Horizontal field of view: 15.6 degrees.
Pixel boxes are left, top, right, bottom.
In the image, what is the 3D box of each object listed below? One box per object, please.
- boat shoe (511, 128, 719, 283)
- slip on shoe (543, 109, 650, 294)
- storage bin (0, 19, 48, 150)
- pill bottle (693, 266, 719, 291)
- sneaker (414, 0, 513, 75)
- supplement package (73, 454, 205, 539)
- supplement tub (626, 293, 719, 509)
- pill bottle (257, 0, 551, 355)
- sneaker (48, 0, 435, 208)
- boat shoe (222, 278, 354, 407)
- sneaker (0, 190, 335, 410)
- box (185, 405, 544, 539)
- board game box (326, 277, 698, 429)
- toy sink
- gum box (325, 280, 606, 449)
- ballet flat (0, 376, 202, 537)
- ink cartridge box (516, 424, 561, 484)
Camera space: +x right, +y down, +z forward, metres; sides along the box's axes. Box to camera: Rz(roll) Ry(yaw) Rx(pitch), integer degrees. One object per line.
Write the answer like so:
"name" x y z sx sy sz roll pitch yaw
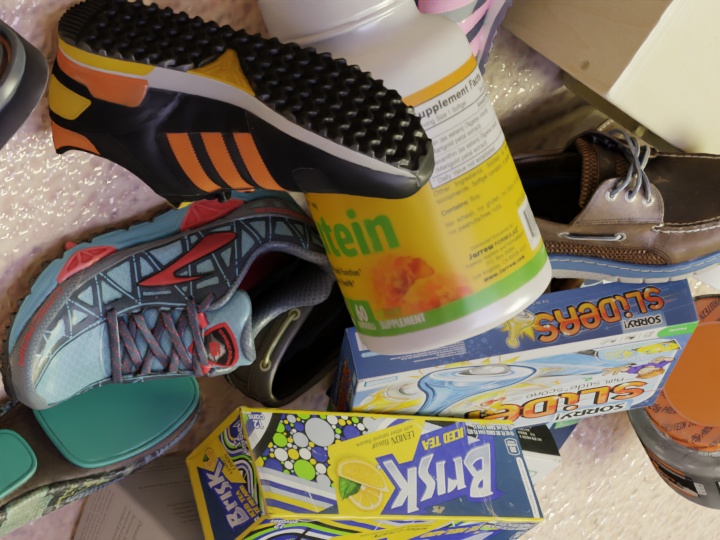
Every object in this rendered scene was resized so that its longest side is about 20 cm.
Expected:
"boat shoe" 0.137 -0.037 1.467 0.199 0.072 0.073 -9 143 3
"slip on shoe" 0.138 -0.038 1.569 0.200 0.060 0.076 -36 128 -41
"storage bin" -0.256 -0.069 1.146 0.200 0.145 0.134 -48 133 -4
"pill bottle" 0.255 -0.086 1.655 0.111 0.111 0.201 20 100 -52
"sneaker" 0.035 -0.148 1.444 0.082 0.070 0.201 14 114 -25
"supplement package" -0.068 0.209 1.510 0.121 0.200 0.120 -2 122 -44
"supplement tub" 0.240 0.086 1.747 0.123 0.122 0.200 -48 162 -4
"pill bottle" 0.018 -0.067 1.388 0.111 0.111 0.201 -29 106 -26
"sneaker" -0.062 -0.066 1.317 0.070 0.199 0.090 -64 173 -54
"boat shoe" 0.001 0.002 1.522 0.202 0.060 0.072 -41 140 -13
"sneaker" -0.098 0.019 1.405 0.200 0.095 0.080 -32 139 -23
"box" 0.004 0.125 1.494 0.199 0.070 0.064 5 147 -37
"board game box" 0.085 0.056 1.525 0.199 0.035 0.135 -10 158 -9
"toy sink" 0.173 -0.137 1.528 0.112 0.130 0.200 -55 144 7
"gum box" 0.091 0.044 1.665 0.170 0.045 0.200 -55 143 5
"ballet flat" -0.178 0.104 1.433 0.199 0.074 0.074 -21 134 -31
"ink cartridge box" 0.027 0.157 1.663 0.094 0.037 0.200 13 133 -46
